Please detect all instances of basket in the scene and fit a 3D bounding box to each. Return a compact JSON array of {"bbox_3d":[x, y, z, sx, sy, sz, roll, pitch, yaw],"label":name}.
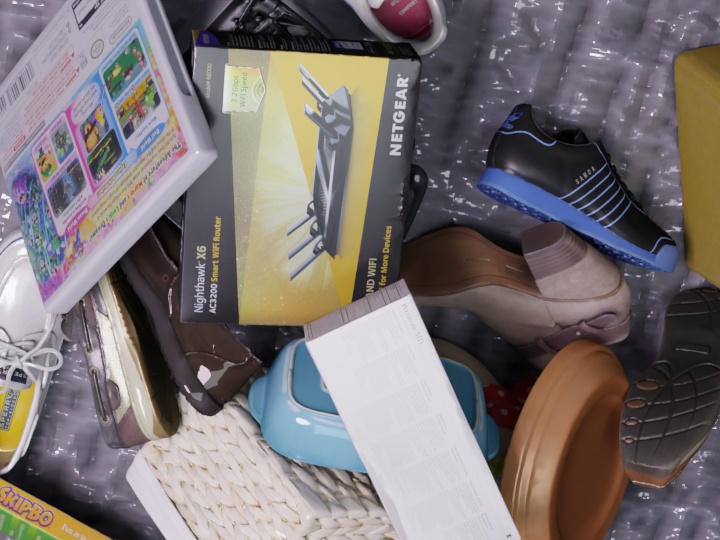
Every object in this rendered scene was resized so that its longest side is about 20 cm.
[{"bbox_3d":[-0.069,0.175,1.165,0.135,0.200,0.124,8,118,-44],"label":"basket"}]

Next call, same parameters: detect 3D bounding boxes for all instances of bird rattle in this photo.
[{"bbox_3d":[0.087,0.119,1.222,0.163,0.200,0.113,48,138,7],"label":"bird rattle"}]

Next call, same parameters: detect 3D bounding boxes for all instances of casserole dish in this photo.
[{"bbox_3d":[0.015,0.100,1.134,0.198,0.122,0.039,10,126,-5],"label":"casserole dish"}]

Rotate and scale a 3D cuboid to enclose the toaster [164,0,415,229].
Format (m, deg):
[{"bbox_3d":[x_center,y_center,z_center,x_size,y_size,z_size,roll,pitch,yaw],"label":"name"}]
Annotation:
[{"bbox_3d":[-0.073,-0.112,1.113,0.181,0.119,0.200,40,101,-22],"label":"toaster"}]

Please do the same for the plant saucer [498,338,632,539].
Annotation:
[{"bbox_3d":[0.174,0.157,1.198,0.037,0.200,0.202,14,116,31],"label":"plant saucer"}]

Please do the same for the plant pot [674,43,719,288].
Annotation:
[{"bbox_3d":[0.373,-0.069,1.160,0.193,0.200,0.196,-11,113,-4],"label":"plant pot"}]

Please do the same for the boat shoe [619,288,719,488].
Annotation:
[{"bbox_3d":[0.271,0.104,1.231,0.075,0.201,0.074,11,138,27],"label":"boat shoe"}]

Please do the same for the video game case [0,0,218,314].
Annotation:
[{"bbox_3d":[-0.188,-0.098,1.043,0.024,0.183,0.200,3,146,-46],"label":"video game case"}]

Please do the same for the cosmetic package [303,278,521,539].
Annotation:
[{"bbox_3d":[0.037,0.115,1.059,0.082,0.051,0.201,-23,104,3],"label":"cosmetic package"}]

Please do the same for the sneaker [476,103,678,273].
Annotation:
[{"bbox_3d":[0.188,-0.063,1.203,0.199,0.070,0.079,25,86,-27],"label":"sneaker"}]

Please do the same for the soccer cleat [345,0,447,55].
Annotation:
[{"bbox_3d":[-0.004,-0.238,1.092,0.070,0.086,0.200,-43,111,9],"label":"soccer cleat"}]

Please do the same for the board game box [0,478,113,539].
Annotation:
[{"bbox_3d":[-0.262,0.214,1.229,0.199,0.095,0.030,31,65,-21],"label":"board game box"}]

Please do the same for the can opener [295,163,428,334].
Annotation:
[{"bbox_3d":[0.000,0.000,1.162,0.078,0.064,0.201,29,132,-2],"label":"can opener"}]

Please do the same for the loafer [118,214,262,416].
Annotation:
[{"bbox_3d":[-0.132,0.011,1.139,0.071,0.073,0.201,-28,75,2],"label":"loafer"}]

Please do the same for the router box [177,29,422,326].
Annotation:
[{"bbox_3d":[-0.046,-0.062,1.045,0.156,0.052,0.202,1,111,-9],"label":"router box"}]

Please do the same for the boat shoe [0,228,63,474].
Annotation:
[{"bbox_3d":[-0.274,0.071,1.170,0.074,0.086,0.204,13,109,-14],"label":"boat shoe"}]

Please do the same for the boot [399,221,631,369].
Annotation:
[{"bbox_3d":[0.122,0.029,1.229,0.198,0.071,0.147,-10,138,25],"label":"boot"}]

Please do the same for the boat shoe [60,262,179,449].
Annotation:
[{"bbox_3d":[-0.200,0.040,1.147,0.065,0.072,0.203,-21,84,8],"label":"boat shoe"}]
